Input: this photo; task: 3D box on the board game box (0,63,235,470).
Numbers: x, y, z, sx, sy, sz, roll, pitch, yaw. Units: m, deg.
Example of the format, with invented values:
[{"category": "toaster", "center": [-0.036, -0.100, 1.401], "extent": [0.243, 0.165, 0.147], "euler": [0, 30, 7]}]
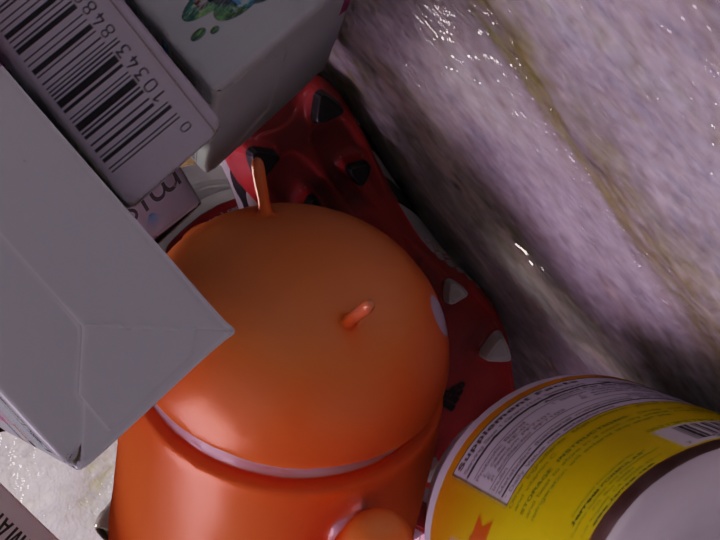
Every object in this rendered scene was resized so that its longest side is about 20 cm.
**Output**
[{"category": "board game box", "center": [-0.124, -0.019, 0.741], "extent": [0.148, 0.064, 0.200], "euler": [50, 169, -9]}]

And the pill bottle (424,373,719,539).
[{"category": "pill bottle", "center": [0.086, 0.094, 0.771], "extent": [0.109, 0.109, 0.200], "euler": [51, 171, -14]}]

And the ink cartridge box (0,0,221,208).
[{"category": "ink cartridge box", "center": [-0.132, -0.101, 0.762], "extent": [0.197, 0.043, 0.200], "euler": [51, 169, -7]}]

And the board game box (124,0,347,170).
[{"category": "board game box", "center": [-0.092, -0.137, 0.796], "extent": [0.200, 0.064, 0.148], "euler": [48, 170, 2]}]

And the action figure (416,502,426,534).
[{"category": "action figure", "center": [0.053, 0.121, 0.935], "extent": [0.098, 0.066, 0.199], "euler": [19, 172, -37]}]

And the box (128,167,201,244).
[{"category": "box", "center": [-0.186, -0.072, 1.008], "extent": [0.199, 0.097, 0.177], "euler": [3, 129, 58]}]

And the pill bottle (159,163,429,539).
[{"category": "pill bottle", "center": [-0.035, 0.032, 1.096], "extent": [0.200, 0.112, 0.113], "euler": [43, 170, 49]}]

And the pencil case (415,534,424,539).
[{"category": "pencil case", "center": [0.081, 0.134, 1.058], "extent": [0.087, 0.083, 0.200], "euler": [52, 171, -31]}]

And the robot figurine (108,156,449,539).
[{"category": "robot figurine", "center": [-0.029, 0.061, 0.878], "extent": [0.116, 0.144, 0.201], "euler": [15, 131, 4]}]

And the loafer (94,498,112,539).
[{"category": "loafer", "center": [-0.030, 0.161, 0.987], "extent": [0.200, 0.070, 0.070], "euler": [50, 154, 15]}]

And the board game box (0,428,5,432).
[{"category": "board game box", "center": [-0.162, 0.035, 1.071], "extent": [0.200, 0.134, 0.035], "euler": [10, 107, 61]}]

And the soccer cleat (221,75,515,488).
[{"category": "soccer cleat", "center": [0.000, 0.000, 0.963], "extent": [0.201, 0.068, 0.085], "euler": [58, 173, -25]}]

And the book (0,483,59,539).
[{"category": "book", "center": [-0.115, 0.134, 0.935], "extent": [0.200, 0.048, 0.134], "euler": [44, 160, 2]}]

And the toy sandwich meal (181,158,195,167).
[{"category": "toy sandwich meal", "center": [-0.081, 0.013, 1.385], "extent": [0.205, 0.070, 0.205], "euler": [48, 171, 10]}]
